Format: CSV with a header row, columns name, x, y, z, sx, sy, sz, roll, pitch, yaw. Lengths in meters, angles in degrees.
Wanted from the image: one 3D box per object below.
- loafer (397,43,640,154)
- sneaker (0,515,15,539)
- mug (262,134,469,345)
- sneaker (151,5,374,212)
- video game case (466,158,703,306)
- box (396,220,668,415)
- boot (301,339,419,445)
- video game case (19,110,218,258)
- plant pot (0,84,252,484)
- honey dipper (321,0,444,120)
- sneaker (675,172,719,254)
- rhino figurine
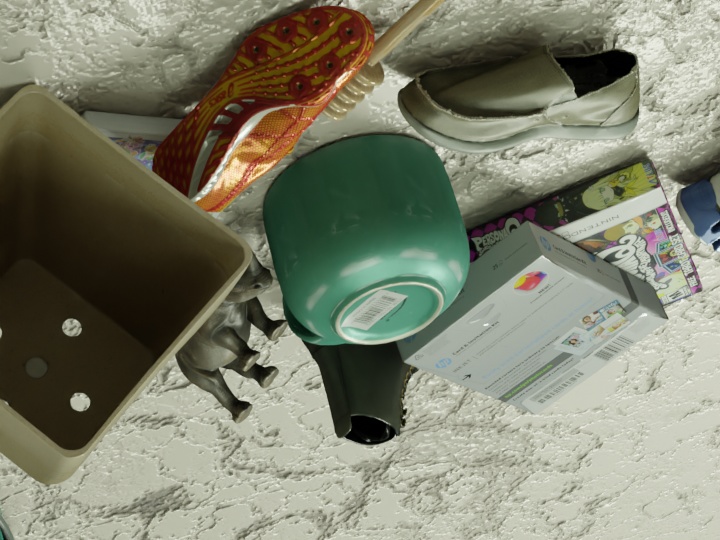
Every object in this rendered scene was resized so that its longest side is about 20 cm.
name,x,y,z,sx,sy,sz,roll,pitch,yaw
loafer,0.120,-0.136,1.578,0.199,0.075,0.070,-7,136,-25
sneaker,-0.375,0.253,1.927,0.120,0.084,0.200,-33,143,21
mug,0.009,-0.005,1.675,0.151,0.115,0.185,-15,149,-3
sneaker,-0.064,-0.116,1.515,0.200,0.073,0.077,-38,160,24
video game case,0.188,-0.005,1.841,0.180,0.036,0.200,-21,149,8
box,0.144,0.045,1.813,0.156,0.041,0.199,-38,145,24
boot,0.030,0.094,1.821,0.199,0.139,0.077,10,140,-39
video game case,-0.174,-0.046,1.615,0.142,0.018,0.200,3,143,-29
plant pot,-0.221,0.033,1.497,0.200,0.200,0.177,-50,173,-28
honey dipper,0.040,-0.180,1.498,0.038,0.038,0.200,18,130,-44
sneaker,0.372,-0.055,1.808,0.198,0.081,0.115,13,140,-38
rhino figurine,-0.107,0.037,1.721,0.060,0.087,0.201,-42,161,-31
